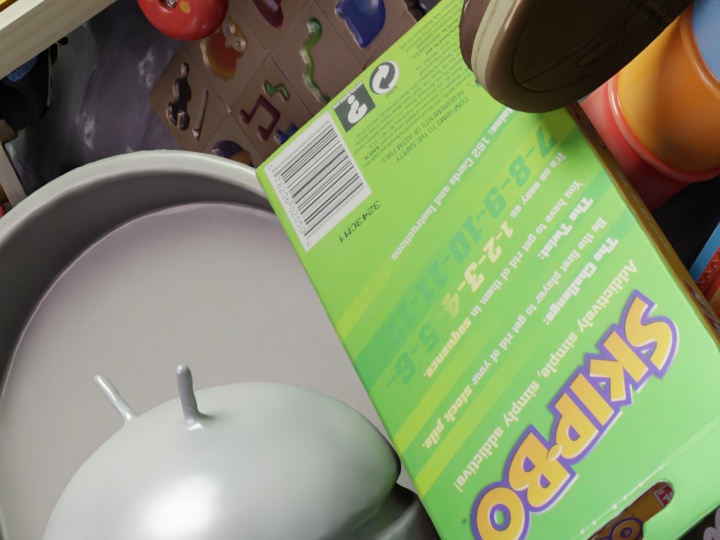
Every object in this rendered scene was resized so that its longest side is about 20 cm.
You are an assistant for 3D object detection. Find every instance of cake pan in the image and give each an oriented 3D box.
[{"bbox_3d":[-0.059,0.062,0.864,0.199,0.037,0.202,-1,88,26],"label":"cake pan"}]

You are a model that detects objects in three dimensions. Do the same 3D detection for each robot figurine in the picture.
[{"bbox_3d":[-0.020,0.117,0.754,0.169,0.113,0.201,-16,103,52],"label":"robot figurine"}]

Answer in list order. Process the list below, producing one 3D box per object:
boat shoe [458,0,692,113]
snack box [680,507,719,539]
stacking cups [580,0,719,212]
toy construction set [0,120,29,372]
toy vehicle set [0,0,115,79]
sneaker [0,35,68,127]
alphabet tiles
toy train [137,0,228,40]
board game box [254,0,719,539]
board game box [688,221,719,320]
[{"bbox_3d":[0.075,-0.142,0.734,0.072,0.072,0.201,34,103,40],"label":"boat shoe"},{"bbox_3d":[0.107,0.146,0.739,0.116,0.037,0.201,7,109,43],"label":"snack box"},{"bbox_3d":[0.121,-0.077,0.753,0.200,0.060,0.061,-37,78,48],"label":"stacking cups"},{"bbox_3d":[-0.144,-0.011,0.990,0.131,0.092,0.201,70,-175,-58],"label":"toy construction set"},{"bbox_3d":[-0.189,-0.091,0.883,0.125,0.199,0.027,56,179,23],"label":"toy vehicle set"},{"bbox_3d":[-0.127,-0.097,0.929,0.089,0.200,0.079,39,173,16],"label":"sneaker"},{"bbox_3d":[-0.002,-0.016,0.938,0.200,0.008,0.167,55,136,16],"label":"alphabet tiles"},{"bbox_3d":[-0.009,-0.157,0.816,0.199,0.085,0.116,-16,110,43],"label":"toy train"},{"bbox_3d":[0.042,0.011,0.744,0.095,0.030,0.200,-41,46,15],"label":"board game box"},{"bbox_3d":[0.162,0.083,0.771,0.196,0.056,0.201,47,133,23],"label":"board game box"}]
